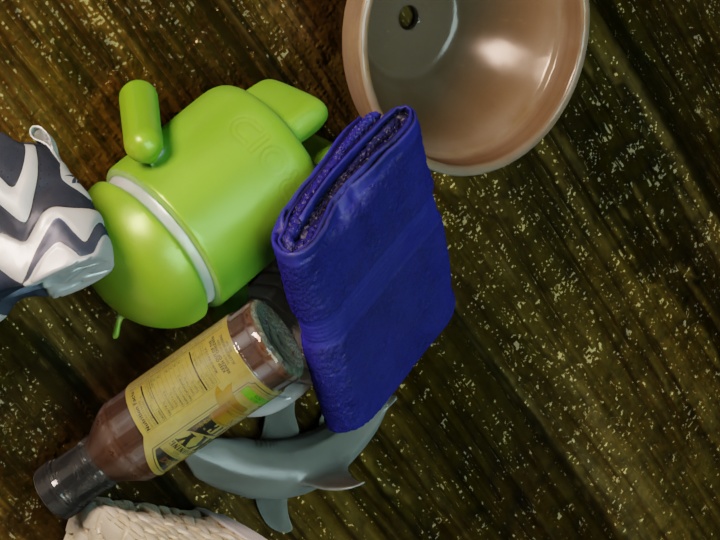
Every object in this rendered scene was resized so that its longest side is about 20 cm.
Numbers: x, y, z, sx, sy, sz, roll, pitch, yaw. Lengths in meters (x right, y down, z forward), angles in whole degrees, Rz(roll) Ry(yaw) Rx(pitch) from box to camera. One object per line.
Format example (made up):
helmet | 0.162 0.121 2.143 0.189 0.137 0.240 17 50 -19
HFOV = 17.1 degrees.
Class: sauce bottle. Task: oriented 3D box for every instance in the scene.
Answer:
sauce bottle | -0.130 0.097 1.601 0.200 0.065 0.065 -35 127 17

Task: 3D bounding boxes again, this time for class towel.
towel | 0.000 0.000 1.618 0.148 0.049 0.200 -49 146 -28

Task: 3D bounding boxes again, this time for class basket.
basket | -0.122 0.241 1.614 0.123 0.200 0.136 15 94 -30

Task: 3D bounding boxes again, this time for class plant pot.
plant pot | 0.057 -0.173 1.687 0.200 0.093 0.202 -11 110 -33

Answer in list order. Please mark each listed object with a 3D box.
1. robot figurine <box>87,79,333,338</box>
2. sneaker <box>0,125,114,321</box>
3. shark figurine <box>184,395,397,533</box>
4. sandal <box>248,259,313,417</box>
robot figurine | -0.105 -0.043 1.594 0.200 0.116 0.176 -41 131 -19
sneaker | -0.266 -0.027 1.517 0.199 0.130 0.079 -23 164 8
shark figurine | -0.013 0.120 1.724 0.214 0.089 0.128 -36 122 -20
sandal | -0.033 0.017 1.696 0.203 0.082 0.050 -60 161 -5
